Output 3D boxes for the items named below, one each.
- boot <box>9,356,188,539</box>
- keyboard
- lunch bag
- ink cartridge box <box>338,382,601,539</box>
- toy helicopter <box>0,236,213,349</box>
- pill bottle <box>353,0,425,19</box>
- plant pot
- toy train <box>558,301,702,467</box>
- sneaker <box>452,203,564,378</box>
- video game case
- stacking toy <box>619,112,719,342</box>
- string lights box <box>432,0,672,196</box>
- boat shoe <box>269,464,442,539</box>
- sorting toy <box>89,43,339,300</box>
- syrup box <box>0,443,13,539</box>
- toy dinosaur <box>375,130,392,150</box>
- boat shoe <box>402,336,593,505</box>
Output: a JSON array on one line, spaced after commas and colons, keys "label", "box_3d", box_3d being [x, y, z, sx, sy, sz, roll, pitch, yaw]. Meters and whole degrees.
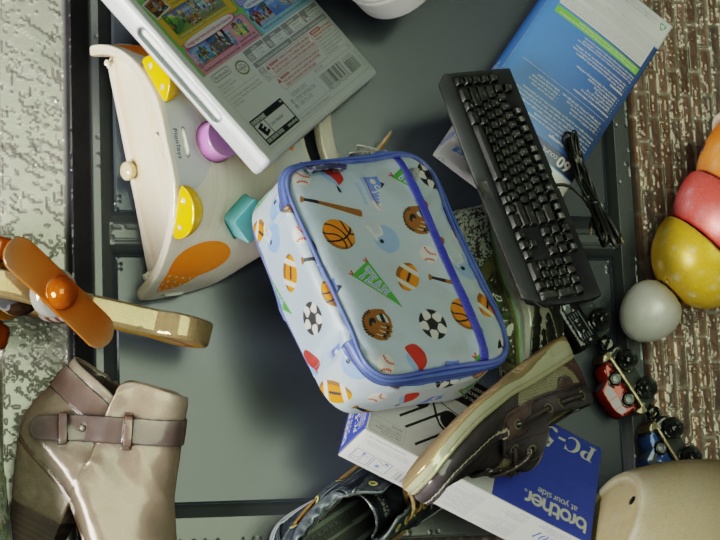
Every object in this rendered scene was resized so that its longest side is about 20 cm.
[{"label": "boot", "box_3d": [-0.161, 0.158, 1.285, 0.199, 0.070, 0.147, 24, 88, -1]}, {"label": "keyboard", "box_3d": [0.141, -0.067, 1.358, 0.127, 0.021, 0.201, -7, 69, -37]}, {"label": "lunch bag", "box_3d": [0.017, 0.002, 1.294, 0.160, 0.076, 0.201, -7, 65, -34]}, {"label": "ink cartridge box", "box_3d": [0.085, 0.136, 1.327, 0.199, 0.044, 0.094, 29, 46, -15]}, {"label": "toy helicopter", "box_3d": [-0.202, 0.023, 1.273, 0.199, 0.132, 0.079, 13, 77, -14]}, {"label": "pill bottle", "box_3d": [-0.016, -0.280, 1.347, 0.200, 0.112, 0.113, 42, 67, -47]}, {"label": "plant pot", "box_3d": [0.237, 0.221, 1.323, 0.134, 0.200, 0.201, 29, 74, -14]}, {"label": "toy train", "box_3d": [0.213, 0.096, 1.431, 0.046, 0.034, 0.200, -34, 91, -15]}, {"label": "sneaker", "box_3d": [0.109, 0.034, 1.404, 0.077, 0.088, 0.201, -19, 105, -59]}, {"label": "video game case", "box_3d": [-0.090, -0.181, 1.340, 0.182, 0.022, 0.200, 49, 36, -4]}, {"label": "stacking toy", "box_3d": [0.285, -0.020, 1.429, 0.200, 0.146, 0.146, -44, 94, -7]}, {"label": "string lights box", "box_3d": [0.158, -0.148, 1.444, 0.103, 0.059, 0.200, 37, 73, -7]}, {"label": "boat shoe", "box_3d": [0.026, 0.171, 1.334, 0.200, 0.091, 0.071, -33, 91, -19]}, {"label": "sorting toy", "box_3d": [-0.093, -0.093, 1.357, 0.179, 0.107, 0.201, -8, 83, -36]}, {"label": "syrup box", "box_3d": [-0.293, 0.168, 1.241, 0.081, 0.079, 0.201, -8, 83, -1]}, {"label": "toy dinosaur", "box_3d": [0.000, 0.000, 1.385, 0.106, 0.060, 0.201, -15, 87, -44]}, {"label": "boat shoe", "box_3d": [0.107, 0.116, 1.276, 0.065, 0.072, 0.200, 49, 44, 5]}]
